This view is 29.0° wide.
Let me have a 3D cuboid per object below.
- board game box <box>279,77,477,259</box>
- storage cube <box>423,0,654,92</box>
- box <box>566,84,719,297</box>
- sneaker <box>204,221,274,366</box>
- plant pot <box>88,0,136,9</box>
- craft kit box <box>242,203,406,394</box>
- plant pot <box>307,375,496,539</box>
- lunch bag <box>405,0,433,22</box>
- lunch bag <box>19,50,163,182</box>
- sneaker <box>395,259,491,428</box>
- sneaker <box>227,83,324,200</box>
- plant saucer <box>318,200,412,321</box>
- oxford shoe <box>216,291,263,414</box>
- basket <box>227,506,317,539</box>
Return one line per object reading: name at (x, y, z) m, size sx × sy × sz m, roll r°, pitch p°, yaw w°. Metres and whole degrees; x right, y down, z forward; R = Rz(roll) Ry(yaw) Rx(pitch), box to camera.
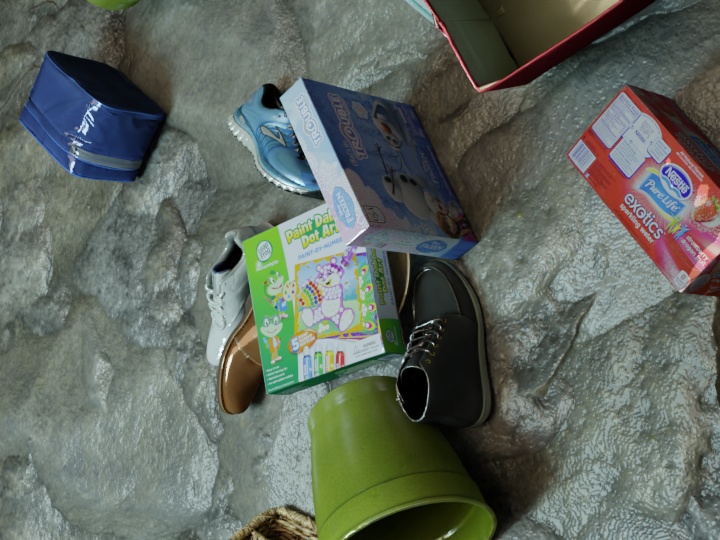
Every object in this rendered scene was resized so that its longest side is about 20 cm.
board game box at (0.023, -0.112, 1.566) m, size 0.043 × 0.199 × 0.201 m, roll -39°, pitch 63°, yaw 32°
storage cube at (0.175, -0.299, 1.416) m, size 0.200 × 0.180 × 0.171 m, roll -32°, pitch 87°, yaw 22°
box at (0.311, -0.078, 1.377) m, size 0.100 × 0.095 × 0.200 m, roll -51°, pitch 57°, yaw 27°
sneaker at (-0.169, 0.029, 1.799) m, size 0.074 × 0.087 × 0.201 m, roll 25°, pitch 104°, yaw 38°
plant pot at (-0.311, -0.458, 1.904) m, size 0.193 × 0.200 × 0.201 m, roll -30°, pitch 67°, yaw 49°
craft kit box at (-0.047, 0.029, 1.657) m, size 0.200 × 0.048 × 0.198 m, roll -23°, pitch 68°, yaw 38°
plant pot at (0.027, 0.229, 1.558) m, size 0.200 × 0.200 × 0.193 m, roll -44°, pitch 48°, yaw 30°
lunch bag at (0.096, -0.373, 1.604) m, size 0.200 × 0.077 × 0.161 m, roll 49°, pitch 118°, yaw 32°
lunch bag at (-0.393, -0.214, 1.983) m, size 0.200 × 0.136 × 0.133 m, roll 42°, pitch 113°, yaw 37°
sneaker at (0.082, 0.076, 1.558) m, size 0.075 × 0.106 × 0.201 m, roll -29°, pitch 65°, yaw 36°
sneaker at (-0.093, -0.166, 1.756) m, size 0.200 × 0.078 × 0.090 m, roll 49°, pitch 114°, yaw 32°
plant saucer at (0.000, 0.000, 1.677) m, size 0.200 × 0.035 × 0.201 m, roll -4°, pitch 84°, yaw 47°
oxford shoe at (-0.125, 0.100, 1.767) m, size 0.071 × 0.071 × 0.201 m, roll 30°, pitch 105°, yaw 35°
basket at (-0.094, 0.383, 1.666) m, size 0.200 × 0.142 × 0.150 m, roll 21°, pitch 101°, yaw 40°
